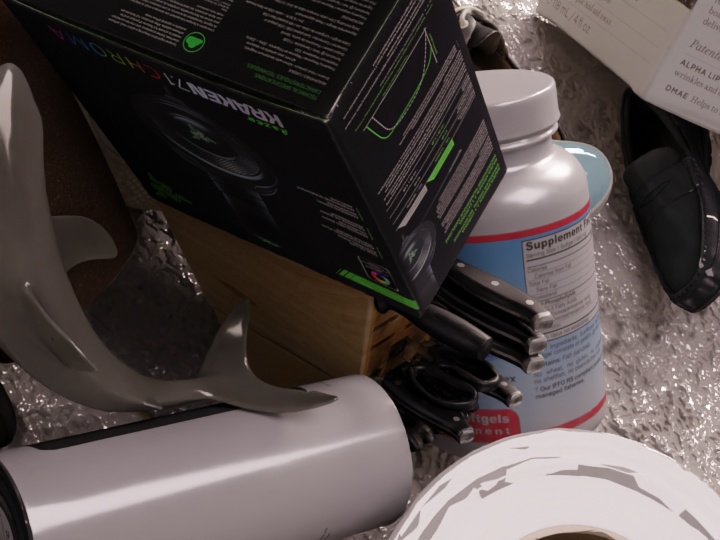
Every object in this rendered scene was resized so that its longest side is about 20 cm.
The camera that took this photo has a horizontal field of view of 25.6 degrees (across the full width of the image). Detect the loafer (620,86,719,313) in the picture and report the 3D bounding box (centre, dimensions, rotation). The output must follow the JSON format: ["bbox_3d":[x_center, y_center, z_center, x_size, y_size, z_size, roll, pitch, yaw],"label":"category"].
[{"bbox_3d":[0.215,-0.054,1.117,0.070,0.068,0.201,26,40,-24],"label":"loafer"}]

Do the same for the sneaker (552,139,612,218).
[{"bbox_3d":[0.078,-0.048,0.965,0.200,0.082,0.074,-14,76,-23],"label":"sneaker"}]

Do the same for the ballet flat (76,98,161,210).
[{"bbox_3d":[-0.133,-0.116,0.840,0.067,0.062,0.200,-24,112,-17],"label":"ballet flat"}]

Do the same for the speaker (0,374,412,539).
[{"bbox_3d":[-0.076,0.106,0.753,0.200,0.081,0.081,-10,66,-31],"label":"speaker"}]

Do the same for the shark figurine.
[{"bbox_3d":[-0.115,0.030,0.690,0.128,0.089,0.214,-50,126,-10],"label":"shark figurine"}]

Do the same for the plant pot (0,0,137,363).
[{"bbox_3d":[-0.206,-0.056,0.743,0.200,0.187,0.187,49,41,-20],"label":"plant pot"}]

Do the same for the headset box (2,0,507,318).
[{"bbox_3d":[-0.039,-0.081,0.732,0.174,0.200,0.093,24,73,23],"label":"headset box"}]

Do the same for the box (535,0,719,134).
[{"bbox_3d":[0.267,-0.180,1.145,0.200,0.131,0.199,19,18,-25],"label":"box"}]

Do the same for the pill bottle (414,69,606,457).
[{"bbox_3d":[0.076,-0.004,0.880,0.109,0.109,0.200,-28,117,-45],"label":"pill bottle"}]

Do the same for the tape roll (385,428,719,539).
[{"bbox_3d":[0.098,0.180,0.753,0.202,0.071,0.203,3,68,-6],"label":"tape roll"}]

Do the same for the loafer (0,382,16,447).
[{"bbox_3d":[-0.251,0.042,0.704,0.200,0.073,0.071,29,58,-13],"label":"loafer"}]

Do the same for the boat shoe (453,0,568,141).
[{"bbox_3d":[0.074,-0.142,1.079,0.074,0.060,0.200,-11,67,-42],"label":"boat shoe"}]

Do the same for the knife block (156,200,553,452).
[{"bbox_3d":[0.000,0.000,0.827,0.064,0.175,0.200,-29,93,-46],"label":"knife block"}]
